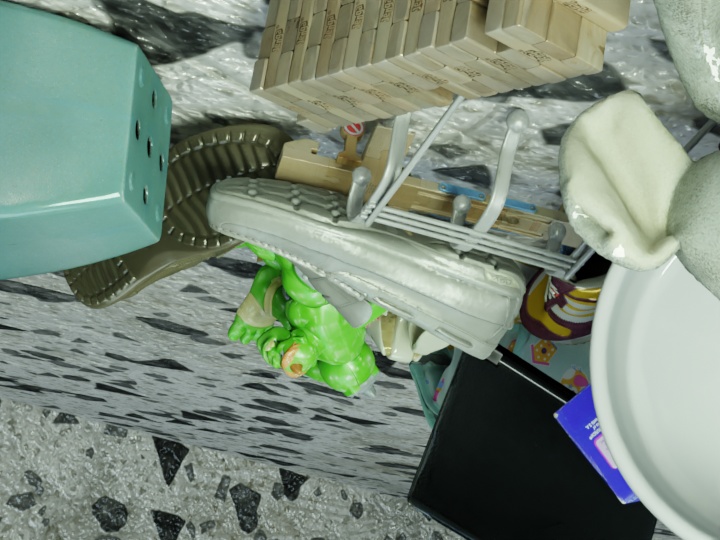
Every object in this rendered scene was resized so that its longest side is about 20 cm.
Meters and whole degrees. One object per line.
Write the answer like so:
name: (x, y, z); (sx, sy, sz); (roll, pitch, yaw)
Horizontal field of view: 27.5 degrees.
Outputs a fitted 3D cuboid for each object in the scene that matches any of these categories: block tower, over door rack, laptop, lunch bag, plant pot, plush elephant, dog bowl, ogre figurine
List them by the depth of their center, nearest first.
plush elephant: (0.169, -0.052, 0.562); (0.163, 0.157, 0.200); (14, 166, -15)
block tower: (0.027, -0.109, 0.664); (0.057, 0.055, 0.199); (21, 163, -36)
dog bowl: (0.215, 0.046, 0.714); (0.198, 0.203, 0.079); (5, 174, 20)
over door rack: (0.097, -0.068, 0.781); (0.146, 0.067, 0.200); (13, 153, -21)
plant pot: (-0.214, -0.073, 0.833); (0.197, 0.143, 0.141); (1, 166, 6)
ogre figurine: (-0.045, 0.017, 1.043); (0.097, 0.202, 0.120); (-24, -141, -32)
laptop: (0.120, 0.137, 1.079); (0.186, 0.117, 0.200); (33, -177, -13)
lunch bag: (0.153, 0.107, 1.338); (0.169, 0.124, 0.200); (14, 175, -25)

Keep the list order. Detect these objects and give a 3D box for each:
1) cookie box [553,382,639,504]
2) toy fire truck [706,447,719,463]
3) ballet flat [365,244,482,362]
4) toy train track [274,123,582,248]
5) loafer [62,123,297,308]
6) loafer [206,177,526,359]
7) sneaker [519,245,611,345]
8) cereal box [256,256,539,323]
cookie box: (0.235, 0.070, 0.954); (0.171, 0.076, 0.200); (-42, 160, 15)
toy fire truck: (0.279, 0.053, 0.763); (0.141, 0.201, 0.049); (35, 179, 28)
ballet flat: (0.038, 0.031, 1.062); (0.075, 0.065, 0.200); (11, 163, -16)
toy train track: (0.047, -0.053, 0.896); (0.198, 0.033, 0.115); (13, 146, -10)
loafer: (-0.112, -0.041, 0.961); (0.199, 0.077, 0.067); (-24, -177, 28)
loafer: (0.000, 0.000, 0.869); (0.198, 0.070, 0.070); (19, -163, -7)
sneaker: (0.151, -0.003, 0.983); (0.089, 0.076, 0.200); (15, 157, -26)
cereal box: (0.038, 0.001, 1.145); (0.199, 0.040, 0.143); (20, 162, -37)
